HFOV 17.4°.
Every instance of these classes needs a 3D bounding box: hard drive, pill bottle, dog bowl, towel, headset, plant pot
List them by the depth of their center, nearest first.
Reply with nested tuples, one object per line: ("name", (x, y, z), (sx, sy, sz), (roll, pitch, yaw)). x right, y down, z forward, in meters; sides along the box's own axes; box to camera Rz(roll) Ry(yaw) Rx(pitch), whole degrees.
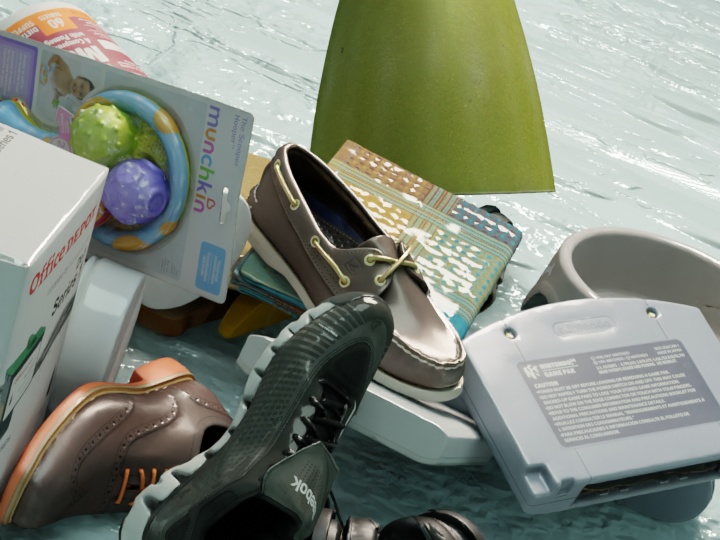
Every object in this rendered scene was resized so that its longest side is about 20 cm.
("headset", (0.014, 0.153, 1.308), (0.123, 0.095, 0.200), (5, 13, -28))
("pill bottle", (-0.235, 0.014, 1.385), (0.198, 0.114, 0.114), (19, 26, 0))
("hard drive", (0.009, 0.081, 1.430), (0.131, 0.026, 0.200), (26, 1, 13))
("pill bottle", (-0.161, -0.073, 1.489), (0.109, 0.110, 0.200), (-8, 43, -44))
("towel", (0.015, -0.007, 1.543), (0.146, 0.022, 0.200), (29, 35, 6))
("dog bowl", (0.219, 0.036, 1.721), (0.198, 0.059, 0.200), (15, 26, -8))
("plant pot", (0.048, -0.156, 1.736), (0.185, 0.202, 0.187), (-2, 2, 0))

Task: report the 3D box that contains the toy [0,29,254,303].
("toy", (-0.161, -0.062, 1.387), (0.199, 0.116, 0.047), (21, 21, 32))

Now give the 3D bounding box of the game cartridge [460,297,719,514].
("game cartridge", (0.155, 0.079, 1.480), (0.199, 0.042, 0.134), (-6, 50, -33))

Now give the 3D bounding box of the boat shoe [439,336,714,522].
("boat shoe", (0.143, 0.089, 1.547), (0.201, 0.075, 0.086), (23, 26, 1))

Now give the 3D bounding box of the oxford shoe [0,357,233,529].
("oxford shoe", (-0.132, 0.106, 1.332), (0.072, 0.072, 0.200), (34, 29, 15))

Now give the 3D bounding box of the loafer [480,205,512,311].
("loafer", (0.060, 0.020, 1.622), (0.063, 0.072, 0.200), (36, 38, 15))

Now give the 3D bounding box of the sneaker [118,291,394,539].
("sneaker", (-0.040, 0.101, 1.277), (0.090, 0.200, 0.067), (32, -13, 51))

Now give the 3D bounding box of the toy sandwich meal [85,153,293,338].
("toy sandwich meal", (-0.090, -0.014, 1.591), (0.204, 0.071, 0.206), (16, 26, -8))

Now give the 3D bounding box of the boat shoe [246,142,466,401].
("boat shoe", (0.000, 0.000, 1.449), (0.071, 0.060, 0.200), (-8, 44, -42))

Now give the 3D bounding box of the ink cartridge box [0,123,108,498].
("ink cartridge box", (-0.211, 0.040, 1.249), (0.084, 0.201, 0.146), (20, 26, 3))
